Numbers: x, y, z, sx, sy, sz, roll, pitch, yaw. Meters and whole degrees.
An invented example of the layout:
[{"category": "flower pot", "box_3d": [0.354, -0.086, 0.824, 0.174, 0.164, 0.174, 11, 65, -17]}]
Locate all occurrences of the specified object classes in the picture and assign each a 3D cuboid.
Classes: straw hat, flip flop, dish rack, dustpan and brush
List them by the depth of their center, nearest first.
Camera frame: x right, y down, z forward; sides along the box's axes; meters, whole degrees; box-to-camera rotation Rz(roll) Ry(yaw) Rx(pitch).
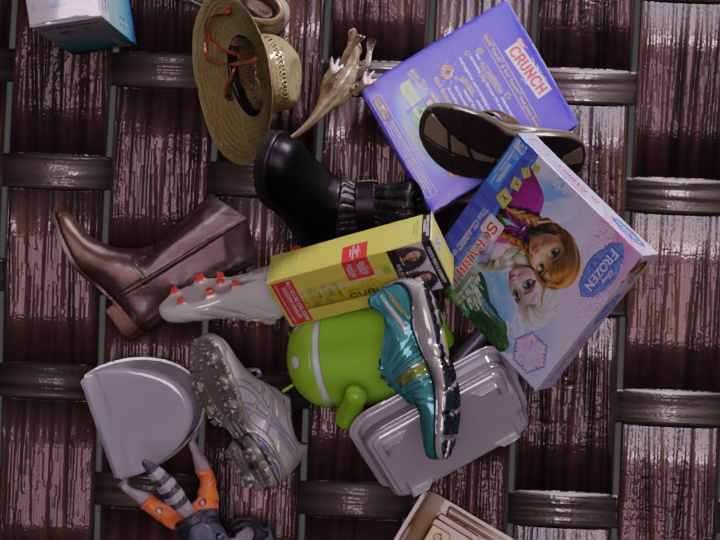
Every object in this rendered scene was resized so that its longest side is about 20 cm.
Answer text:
[{"category": "flip flop", "box_3d": [0.157, -0.147, 1.632, 0.198, 0.058, 0.082, 7, 124, -16]}, {"category": "dish rack", "box_3d": [0.099, 0.182, 1.655, 0.199, 0.172, 0.044, -29, 49, -1]}, {"category": "straw hat", "box_3d": [-0.115, -0.228, 1.681, 0.085, 0.201, 0.203, -11, 90, -32]}, {"category": "dustpan and brush", "box_3d": [-0.213, 0.154, 1.722, 0.198, 0.057, 0.141, -16, 101, 8]}]

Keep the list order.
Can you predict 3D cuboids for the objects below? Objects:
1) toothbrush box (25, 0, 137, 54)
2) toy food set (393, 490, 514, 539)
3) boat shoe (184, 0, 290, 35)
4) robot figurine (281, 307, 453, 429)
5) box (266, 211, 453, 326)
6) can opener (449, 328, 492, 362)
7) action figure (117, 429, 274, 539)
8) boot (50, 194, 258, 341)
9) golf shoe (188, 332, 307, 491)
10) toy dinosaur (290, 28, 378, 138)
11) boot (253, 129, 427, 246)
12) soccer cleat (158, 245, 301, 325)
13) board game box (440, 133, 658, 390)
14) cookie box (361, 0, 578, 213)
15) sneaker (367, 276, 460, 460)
[{"category": "toothbrush box", "box_3d": [-0.321, -0.335, 1.645, 0.085, 0.200, 0.148, -8, 90, 1]}, {"category": "toy food set", "box_3d": [0.122, 0.368, 1.703, 0.199, 0.060, 0.144, 31, 91, 1]}, {"category": "boat shoe", "box_3d": [-0.174, -0.343, 1.709, 0.199, 0.065, 0.072, 25, 91, 1]}, {"category": "robot figurine", "box_3d": [0.004, 0.096, 1.668, 0.198, 0.116, 0.177, -7, 56, 18]}, {"category": "box", "box_3d": [0.000, 0.000, 1.619, 0.198, 0.050, 0.076, -13, 128, 18]}, {"category": "can opener", "box_3d": [0.133, 0.111, 1.704, 0.053, 0.066, 0.200, 44, 86, -3]}, {"category": "action figure", "box_3d": [-0.210, 0.312, 1.669, 0.199, 0.105, 0.194, -32, 82, -5]}, {"category": "boot", "box_3d": [-0.239, -0.042, 1.710, 0.199, 0.064, 0.187, -34, 102, 4]}, {"category": "golf shoe", "box_3d": [-0.129, 0.154, 1.697, 0.097, 0.078, 0.201, -34, 107, -41]}, {"category": "toy dinosaur", "box_3d": [-0.027, -0.207, 1.664, 0.058, 0.101, 0.201, 36, 60, -8]}, {"category": "boot", "box_3d": [-0.016, -0.085, 1.626, 0.157, 0.211, 0.080, 7, 69, 25]}, {"category": "soccer cleat", "box_3d": [-0.134, 0.036, 1.690, 0.199, 0.069, 0.078, -17, 115, -14]}, {"category": "board game box", "box_3d": [0.191, -0.010, 1.587, 0.200, 0.041, 0.201, 47, 118, 24]}, {"category": "cookie box", "box_3d": [0.126, -0.187, 1.695, 0.199, 0.075, 0.172, -30, 91, 2]}, {"category": "sneaker", "box_3d": [0.060, 0.109, 1.569, 0.079, 0.077, 0.202, -16, 77, 13]}]
